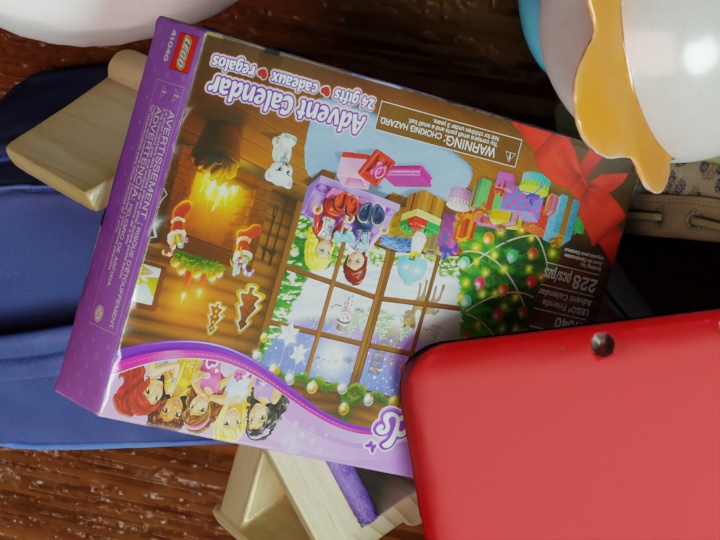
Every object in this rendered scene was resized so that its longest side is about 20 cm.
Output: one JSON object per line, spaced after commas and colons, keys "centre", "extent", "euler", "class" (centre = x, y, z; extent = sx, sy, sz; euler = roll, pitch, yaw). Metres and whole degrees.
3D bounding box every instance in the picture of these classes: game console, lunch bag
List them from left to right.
{"centre": [-0.105, -0.004, 1.197], "extent": [0.199, 0.132, 0.136], "euler": [-5, 116, 29], "class": "lunch bag"}
{"centre": [0.132, 0.099, 1.024], "extent": [0.199, 0.119, 0.172], "euler": [-7, 157, 18], "class": "game console"}

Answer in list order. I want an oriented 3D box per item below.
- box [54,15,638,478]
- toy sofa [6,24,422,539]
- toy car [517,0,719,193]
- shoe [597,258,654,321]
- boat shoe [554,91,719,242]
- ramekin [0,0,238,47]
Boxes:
{"centre": [0.000, 0.000, 1.018], "extent": [0.039, 0.200, 0.137], "euler": [22, 97, 56], "class": "box"}
{"centre": [-0.039, 0.012, 1.070], "extent": [0.083, 0.097, 0.200], "euler": [30, 150, 58], "class": "toy sofa"}
{"centre": [0.112, -0.114, 0.976], "extent": [0.184, 0.200, 0.177], "euler": [-4, 117, 28], "class": "toy car"}
{"centre": [0.094, 0.065, 1.132], "extent": [0.200, 0.091, 0.072], "euler": [51, 148, 11], "class": "shoe"}
{"centre": [0.153, -0.027, 1.061], "extent": [0.200, 0.073, 0.063], "euler": [21, 113, 48], "class": "boat shoe"}
{"centre": [-0.100, -0.181, 1.057], "extent": [0.200, 0.098, 0.201], "euler": [-1, 115, -3], "class": "ramekin"}
